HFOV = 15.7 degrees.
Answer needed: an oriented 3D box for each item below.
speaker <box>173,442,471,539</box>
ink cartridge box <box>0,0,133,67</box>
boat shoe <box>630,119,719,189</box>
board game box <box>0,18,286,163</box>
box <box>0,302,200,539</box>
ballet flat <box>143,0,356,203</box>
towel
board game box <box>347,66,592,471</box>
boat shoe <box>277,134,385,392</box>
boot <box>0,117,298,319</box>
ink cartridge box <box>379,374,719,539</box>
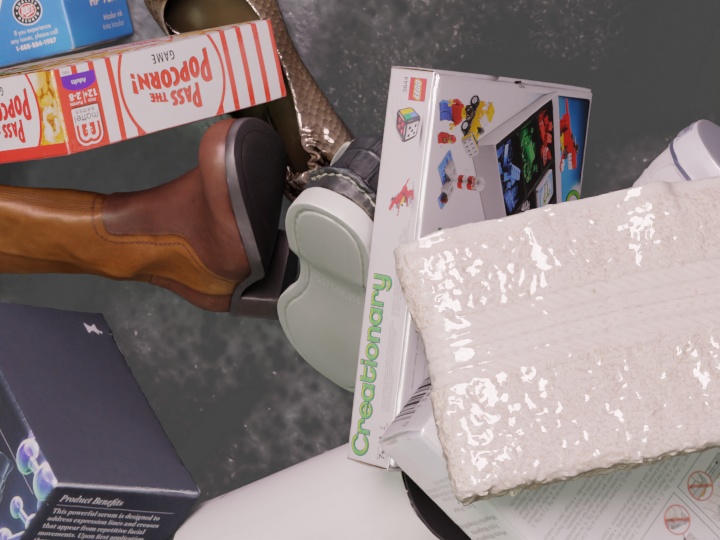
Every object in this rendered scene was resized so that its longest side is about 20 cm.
[{"bbox_3d":[-0.014,0.140,1.439,0.199,0.081,0.082,-26,89,42],"label":"speaker"},{"bbox_3d":[-0.215,-0.218,1.495,0.115,0.067,0.202,-9,98,30],"label":"ink cartridge box"},{"bbox_3d":[0.211,0.019,1.318,0.065,0.073,0.201,-43,69,26],"label":"boat shoe"},{"bbox_3d":[-0.162,-0.092,1.416,0.199,0.151,0.047,-4,100,49],"label":"board game box"},{"bbox_3d":[-0.208,0.142,1.524,0.200,0.107,0.149,-55,49,26],"label":"box"},{"bbox_3d":[-0.065,-0.112,1.450,0.067,0.046,0.201,-37,83,29],"label":"ballet flat"},{"bbox_3d":[0.126,0.030,1.250,0.198,0.035,0.133,-12,75,-6],"label":"towel"},{"bbox_3d":[0.058,0.000,1.340,0.034,0.126,0.202,10,95,43],"label":"board game box"},{"bbox_3d":[0.000,0.000,1.397,0.075,0.060,0.200,33,155,10],"label":"boat shoe"},{"bbox_3d":[-0.139,-0.039,1.420,0.198,0.188,0.069,9,73,7],"label":"boot"},{"bbox_3d":[0.129,0.093,1.316,0.200,0.163,0.057,47,153,-15],"label":"ink cartridge box"}]
